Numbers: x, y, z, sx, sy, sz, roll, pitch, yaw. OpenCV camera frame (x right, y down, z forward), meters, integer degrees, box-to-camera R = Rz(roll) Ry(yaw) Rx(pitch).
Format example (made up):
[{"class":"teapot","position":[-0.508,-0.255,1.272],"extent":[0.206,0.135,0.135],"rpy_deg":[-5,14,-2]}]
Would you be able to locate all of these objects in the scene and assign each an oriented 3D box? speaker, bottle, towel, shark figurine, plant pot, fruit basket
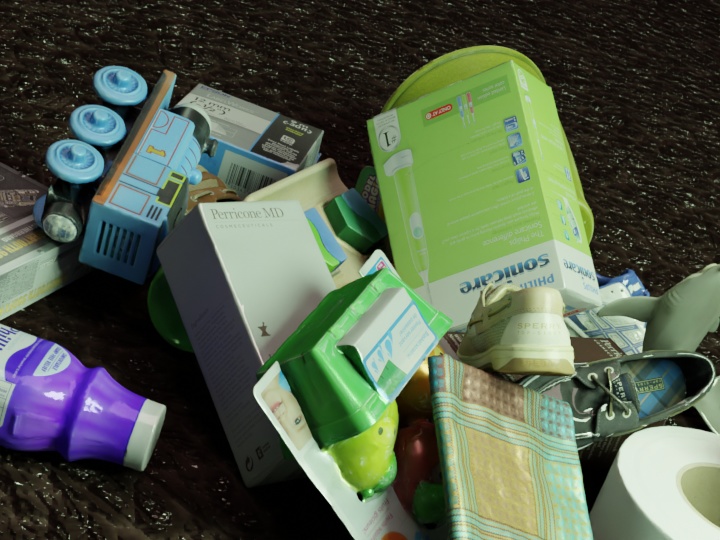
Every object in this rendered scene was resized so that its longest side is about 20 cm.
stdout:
[{"class":"speaker","position":[-0.100,-0.001,1.237],"extent":[0.088,0.089,0.200],"rpy_deg":[25,25,11]},{"class":"bottle","position":[-0.231,0.080,0.998],"extent":[0.198,0.066,0.084],"rpy_deg":[20,23,0]},{"class":"towel","position":[0.106,0.162,0.967],"extent":[0.146,0.022,0.202],"rpy_deg":[23,50,-41]},{"class":"shark figurine","position":[0.274,0.088,1.263],"extent":[0.127,0.215,0.090],"rpy_deg":[-11,49,5]},{"class":"plant pot","position":[0.137,-0.085,1.485],"extent":[0.199,0.201,0.194],"rpy_deg":[4,41,-31]},{"class":"fruit basket","position":[0.032,0.106,0.999],"extent":[0.200,0.094,0.185],"rpy_deg":[51,43,-7]}]

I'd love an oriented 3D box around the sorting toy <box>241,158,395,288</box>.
[{"class":"sorting toy","position":[0.000,0.000,1.255],"extent":[0.201,0.036,0.185],"rpy_deg":[53,28,2]}]

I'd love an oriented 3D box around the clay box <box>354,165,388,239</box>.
[{"class":"clay box","position":[0.078,-0.011,1.351],"extent":[0.199,0.116,0.048],"rpy_deg":[29,25,18]}]

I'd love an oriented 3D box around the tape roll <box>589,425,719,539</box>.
[{"class":"tape roll","position":[0.273,0.203,1.112],"extent":[0.201,0.071,0.203],"rpy_deg":[16,24,-7]}]

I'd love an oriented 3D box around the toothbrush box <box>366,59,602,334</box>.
[{"class":"toothbrush box","position":[0.101,-0.050,1.240],"extent":[0.086,0.145,0.202],"rpy_deg":[20,54,-57]}]

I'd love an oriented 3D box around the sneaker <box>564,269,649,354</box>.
[{"class":"sneaker","position":[0.248,0.050,1.386],"extent":[0.199,0.089,0.075],"rpy_deg":[30,25,19]}]

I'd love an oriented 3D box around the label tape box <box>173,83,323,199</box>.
[{"class":"label tape box","position":[-0.118,-0.132,1.518],"extent":[0.142,0.067,0.200],"rpy_deg":[21,26,2]}]

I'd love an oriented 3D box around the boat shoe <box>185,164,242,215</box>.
[{"class":"boat shoe","position":[-0.153,-0.041,1.296],"extent":[0.071,0.076,0.200],"rpy_deg":[24,27,5]}]

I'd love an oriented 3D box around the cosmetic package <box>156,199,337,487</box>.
[{"class":"cosmetic package","position":[-0.063,0.049,1.085],"extent":[0.101,0.074,0.201],"rpy_deg":[-5,63,-42]}]

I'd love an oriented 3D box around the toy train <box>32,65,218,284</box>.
[{"class":"toy train","position":[-0.186,-0.083,1.199],"extent":[0.113,0.087,0.201],"rpy_deg":[22,42,-3]}]

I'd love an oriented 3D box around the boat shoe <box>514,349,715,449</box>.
[{"class":"boat shoe","position":[0.193,0.097,1.134],"extent":[0.198,0.066,0.071],"rpy_deg":[-5,73,-33]}]

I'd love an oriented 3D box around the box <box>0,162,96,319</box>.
[{"class":"box","position":[-0.317,-0.028,1.176],"extent":[0.157,0.049,0.200],"rpy_deg":[27,26,13]}]

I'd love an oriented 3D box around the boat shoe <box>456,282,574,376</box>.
[{"class":"boat shoe","position":[0.112,0.041,1.074],"extent":[0.071,0.066,0.200],"rpy_deg":[0,-3,-4]}]

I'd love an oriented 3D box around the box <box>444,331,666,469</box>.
[{"class":"box","position":[0.144,0.107,1.212],"extent":[0.198,0.075,0.100],"rpy_deg":[5,29,-33]}]
